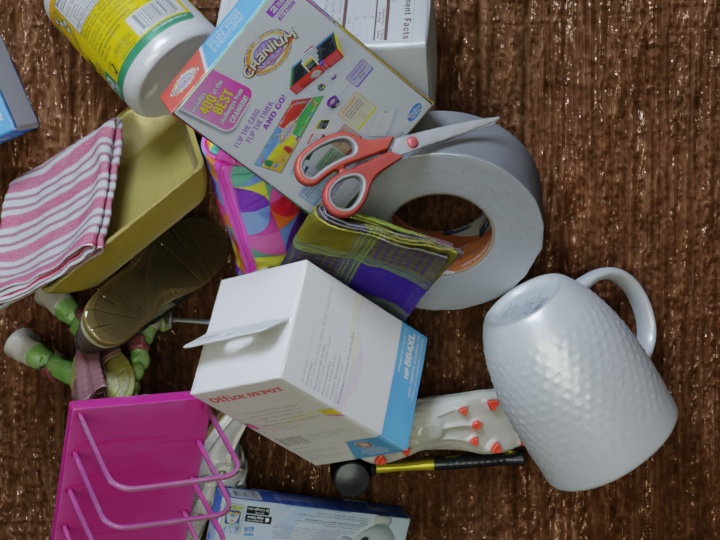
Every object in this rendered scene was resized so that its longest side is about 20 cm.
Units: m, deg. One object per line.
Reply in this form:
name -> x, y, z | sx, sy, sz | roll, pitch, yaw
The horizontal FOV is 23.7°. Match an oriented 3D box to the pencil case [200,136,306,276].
pencil case -> -0.096, -0.062, 1.650 | 0.088, 0.089, 0.200 | -5, 137, 7

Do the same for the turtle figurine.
turtle figurine -> -0.249, 0.099, 1.746 | 0.194, 0.200, 0.144 | 35, 131, 22

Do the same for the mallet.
mallet -> 0.067, 0.199, 1.733 | 0.199, 0.066, 0.041 | -3, 101, 6

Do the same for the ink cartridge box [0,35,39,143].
ink cartridge box -> -0.447, -0.169, 1.717 | 0.200, 0.084, 0.145 | -22, 96, 9

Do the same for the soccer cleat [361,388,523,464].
soccer cleat -> 0.084, 0.152, 1.727 | 0.199, 0.078, 0.070 | -7, 105, -13

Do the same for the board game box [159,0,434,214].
board game box -> -0.054, -0.150, 1.520 | 0.200, 0.040, 0.153 | 37, 98, -34

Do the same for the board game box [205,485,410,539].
board game box -> -0.067, 0.328, 1.749 | 0.199, 0.043, 0.200 | 9, 100, -16

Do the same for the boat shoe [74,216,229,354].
boat shoe -> -0.211, 0.013, 1.690 | 0.073, 0.200, 0.065 | 55, 139, -4

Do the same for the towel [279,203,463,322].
towel -> 0.000, 0.000, 1.605 | 0.143, 0.200, 0.023 | 16, 63, -11

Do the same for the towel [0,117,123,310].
towel -> -0.298, -0.058, 1.659 | 0.146, 0.200, 0.030 | -27, 127, 23

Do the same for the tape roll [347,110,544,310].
tape roll -> 0.075, -0.054, 1.642 | 0.200, 0.066, 0.201 | 1, 132, 2

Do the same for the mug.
mug -> 0.216, 0.083, 1.658 | 0.200, 0.148, 0.176 | -43, 110, -29

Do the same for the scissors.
scissors -> 0.032, -0.117, 1.535 | 0.200, 0.014, 0.073 | -33, 87, -20

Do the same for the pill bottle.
pill bottle -> -0.232, -0.250, 1.646 | 0.113, 0.113, 0.200 | -48, 69, 11

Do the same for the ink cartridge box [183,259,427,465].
ink cartridge box -> -0.055, 0.085, 1.630 | 0.128, 0.126, 0.200 | -14, 143, 42

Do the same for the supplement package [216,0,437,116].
supplement package -> -0.029, -0.207, 1.632 | 0.199, 0.118, 0.117 | 0, 138, 5

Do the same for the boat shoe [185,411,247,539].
boat shoe -> -0.144, 0.207, 1.757 | 0.069, 0.071, 0.200 | 32, 110, 0

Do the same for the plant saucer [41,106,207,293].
plant saucer -> -0.229, -0.076, 1.675 | 0.200, 0.200, 0.048 | -37, 124, 10

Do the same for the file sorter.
file sorter -> -0.204, 0.234, 1.629 | 0.139, 0.125, 0.200 | -4, 126, -25
